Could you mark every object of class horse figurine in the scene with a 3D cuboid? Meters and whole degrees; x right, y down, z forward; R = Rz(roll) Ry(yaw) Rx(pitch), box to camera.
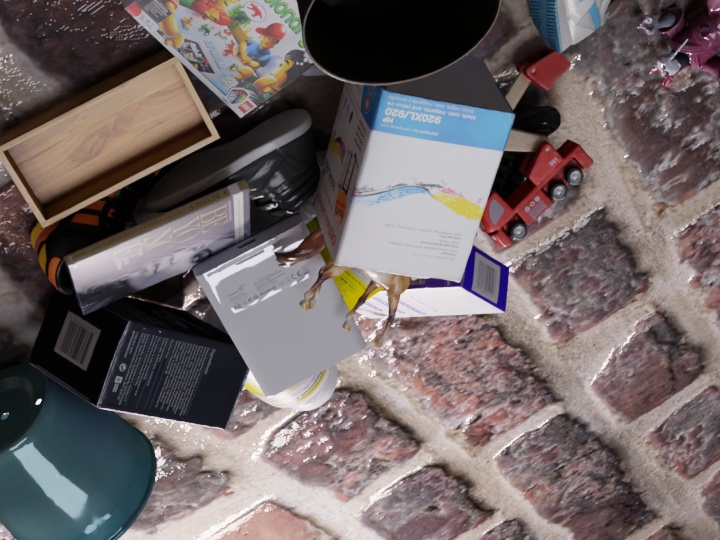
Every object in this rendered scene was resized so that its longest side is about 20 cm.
[{"bbox_3d":[0.000,0.000,1.672,0.200,0.050,0.133,29,93,-41],"label":"horse figurine"}]

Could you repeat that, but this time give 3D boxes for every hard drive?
[{"bbox_3d":[-0.088,0.042,1.703,0.132,0.025,0.200,-27,128,-1],"label":"hard drive"}]

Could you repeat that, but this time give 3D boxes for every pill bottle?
[{"bbox_3d":[-0.107,0.103,1.893,0.112,0.113,0.200,-33,147,8],"label":"pill bottle"}]

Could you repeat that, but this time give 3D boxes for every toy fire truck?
[{"bbox_3d":[0.187,-0.140,1.738,0.200,0.049,0.141,-44,106,2],"label":"toy fire truck"}]

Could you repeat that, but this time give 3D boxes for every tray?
[{"bbox_3d":[-0.252,-0.133,1.514,0.200,0.037,0.099,-27,122,0],"label":"tray"}]

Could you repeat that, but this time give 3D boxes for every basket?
[{"bbox_3d":[0.007,-0.278,1.368,0.180,0.200,0.136,-13,132,-12],"label":"basket"}]

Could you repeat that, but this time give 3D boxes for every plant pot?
[{"bbox_3d":[-0.376,0.216,1.800,0.200,0.200,0.188,-31,131,5],"label":"plant pot"}]

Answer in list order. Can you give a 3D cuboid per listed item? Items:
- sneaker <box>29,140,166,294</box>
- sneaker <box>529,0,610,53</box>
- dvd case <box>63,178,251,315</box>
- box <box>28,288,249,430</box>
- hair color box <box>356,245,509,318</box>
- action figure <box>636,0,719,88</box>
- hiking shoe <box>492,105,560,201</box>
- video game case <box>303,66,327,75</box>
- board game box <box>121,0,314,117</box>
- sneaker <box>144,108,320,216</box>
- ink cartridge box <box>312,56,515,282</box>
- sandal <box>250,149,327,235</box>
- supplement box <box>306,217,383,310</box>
[{"bbox_3d":[-0.260,-0.056,1.591,0.200,0.090,0.070,-41,144,20],"label":"sneaker"},{"bbox_3d":[0.225,-0.319,1.608,0.081,0.077,0.200,-31,153,-10],"label":"sneaker"},{"bbox_3d":[-0.207,-0.022,1.590,0.200,0.016,0.149,-25,162,-13],"label":"dvd case"},{"bbox_3d":[-0.246,0.098,1.731,0.200,0.148,0.104,18,94,-46],"label":"box"},{"bbox_3d":[0.068,0.013,1.850,0.200,0.065,0.109,-5,160,33],"label":"hair color box"},{"bbox_3d":[0.413,-0.292,1.778,0.200,0.134,0.149,-39,-170,37],"label":"action figure"},{"bbox_3d":[0.175,-0.109,1.812,0.200,0.101,0.076,-43,156,25],"label":"hiking shoe"},{"bbox_3d":[0.050,-0.277,1.576,0.200,0.023,0.182,-6,141,-29],"label":"video game case"},{"bbox_3d":[-0.124,-0.243,1.471,0.126,0.035,0.200,-34,141,12],"label":"board game box"},{"bbox_3d":[-0.128,-0.087,1.638,0.200,0.071,0.099,-27,123,-7],"label":"sneaker"},{"bbox_3d":[0.050,-0.113,1.572,0.144,0.147,0.200,8,118,-16],"label":"ink cartridge box"},{"bbox_3d":[-0.102,-0.071,1.716,0.202,0.083,0.050,-23,-171,-11],"label":"sandal"},{"bbox_3d":[0.012,-0.057,1.766,0.200,0.109,0.110,-35,146,9],"label":"supplement box"}]
